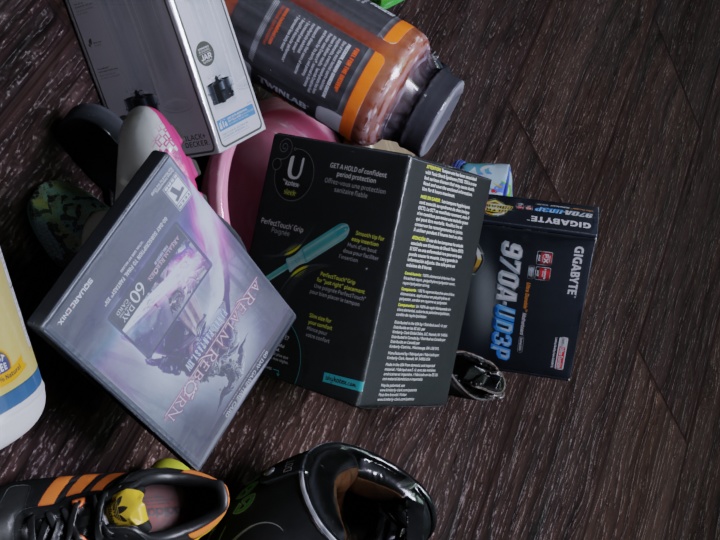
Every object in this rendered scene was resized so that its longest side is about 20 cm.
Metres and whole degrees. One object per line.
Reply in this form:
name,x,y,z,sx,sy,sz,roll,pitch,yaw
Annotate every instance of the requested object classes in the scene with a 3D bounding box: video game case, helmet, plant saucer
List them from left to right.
video game case,-0.128,0.034,0.807,0.143,0.019,0.200,-58,140,-21
plant saucer,-0.078,-0.057,1.061,0.200,0.051,0.201,7,82,-54
helmet,-0.036,0.260,0.967,0.200,0.191,0.200,30,27,-17

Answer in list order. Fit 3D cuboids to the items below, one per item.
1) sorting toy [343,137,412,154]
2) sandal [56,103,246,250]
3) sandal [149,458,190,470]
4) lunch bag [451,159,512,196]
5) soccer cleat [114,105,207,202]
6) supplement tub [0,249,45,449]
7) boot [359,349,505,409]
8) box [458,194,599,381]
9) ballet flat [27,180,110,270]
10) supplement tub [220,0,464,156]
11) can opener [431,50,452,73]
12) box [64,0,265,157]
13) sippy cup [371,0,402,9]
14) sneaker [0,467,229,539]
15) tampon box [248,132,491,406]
sorting toy,0.030,-0.092,1.183,0.200,0.036,0.186,-71,144,-65
sandal,-0.168,-0.046,0.923,0.200,0.076,0.043,46,50,-28
sandal,-0.162,0.253,0.900,0.087,0.079,0.201,-15,94,-40
lunch bag,0.124,-0.009,1.253,0.161,0.082,0.200,-70,161,-44
soccer cleat,-0.154,-0.014,0.830,0.086,0.070,0.201,-21,112,-33
supplement tub,-0.284,0.015,0.691,0.145,0.144,0.201,-31,111,-51
boot,0.059,0.104,1.112,0.200,0.174,0.069,28,70,-58
box,0.139,0.016,1.127,0.046,0.158,0.200,-74,169,-45
ballet flat,-0.176,0.004,0.906,0.200,0.074,0.074,54,47,-35
supplement tub,-0.018,-0.172,0.938,0.107,0.200,0.107,-57,173,-11
can opener,0.064,-0.177,1.187,0.200,0.063,0.079,-68,141,-71
box,-0.161,-0.189,0.904,0.060,0.116,0.200,-37,115,-46
sippy cup,0.007,-0.337,1.141,0.140,0.178,0.131,-40,115,-21
sneaker,-0.187,0.170,0.804,0.200,0.090,0.070,-4,72,-29
tampon box,0.000,0.000,0.975,0.126,0.150,0.201,8,95,-52
